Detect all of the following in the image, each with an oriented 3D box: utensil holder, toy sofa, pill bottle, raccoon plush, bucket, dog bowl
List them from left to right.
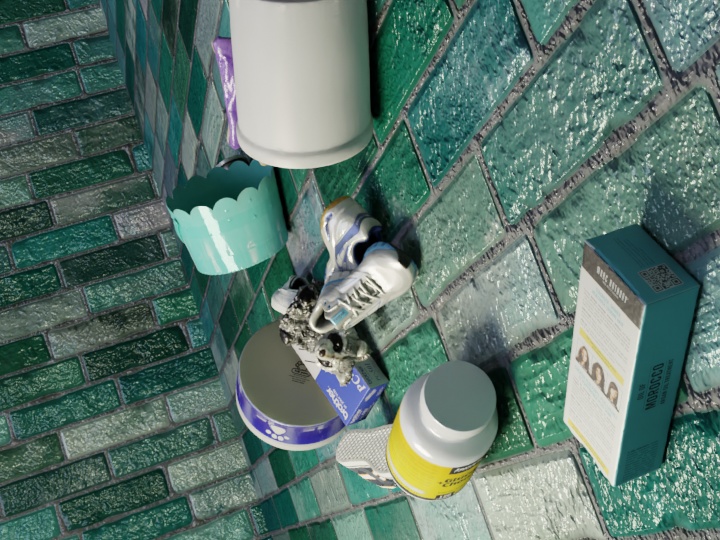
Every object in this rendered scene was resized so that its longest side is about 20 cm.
[{"bbox_3d":[-0.228,-0.094,1.902,0.207,0.205,0.136,39,149,63],"label":"bucket"},{"bbox_3d":[-0.162,-0.269,1.677,0.083,0.096,0.202,-128,28,-52],"label":"toy sofa"},{"bbox_3d":[-0.097,0.176,1.715,0.079,0.198,0.202,102,147,-55],"label":"dog bowl"},{"bbox_3d":[-0.070,-0.249,1.265,0.170,0.168,0.202,-126,26,-49],"label":"utensil holder"},{"bbox_3d":[-0.023,0.073,1.562,0.133,0.200,0.097,37,131,10],"label":"raccoon plush"},{"bbox_3d":[0.094,0.180,1.233,0.201,0.111,0.113,103,146,-61],"label":"pill bottle"}]

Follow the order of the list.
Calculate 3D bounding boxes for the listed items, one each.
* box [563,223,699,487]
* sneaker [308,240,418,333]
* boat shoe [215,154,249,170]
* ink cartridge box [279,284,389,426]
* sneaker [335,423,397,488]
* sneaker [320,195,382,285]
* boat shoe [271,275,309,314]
[{"bbox_3d":[0.208,0.070,0.853,0.083,0.049,0.202,-124,23,-45],"label":"box"},{"bbox_3d":[-0.001,0.034,1.366,0.075,0.087,0.200,43,144,-8],"label":"sneaker"},{"bbox_3d":[-0.240,-0.162,2.098,0.202,0.071,0.061,105,143,-72],"label":"boat shoe"},{"bbox_3d":[-0.043,0.125,1.647,0.201,0.044,0.095,53,134,26],"label":"ink cartridge box"},{"bbox_3d":[0.046,0.268,1.560,0.079,0.079,0.199,33,162,-23],"label":"sneaker"},{"bbox_3d":[0.000,0.000,1.445,0.088,0.075,0.202,34,151,38],"label":"sneaker"},{"bbox_3d":[-0.108,0.044,1.870,0.200,0.071,0.070,-144,61,-75],"label":"boat shoe"}]
